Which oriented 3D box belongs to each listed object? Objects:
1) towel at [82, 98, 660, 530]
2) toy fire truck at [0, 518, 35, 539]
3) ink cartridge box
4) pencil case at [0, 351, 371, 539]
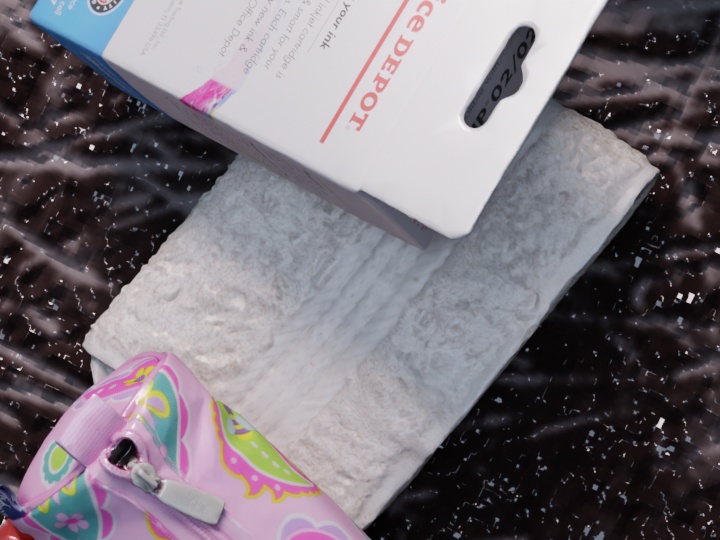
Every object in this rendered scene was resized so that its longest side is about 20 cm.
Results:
[{"bbox_3d":[0.000,0.000,0.817,0.132,0.034,0.200,39,92,9],"label":"towel"},{"bbox_3d":[-0.103,0.205,0.788,0.141,0.049,0.200,-45,88,0],"label":"toy fire truck"},{"bbox_3d":[-0.004,-0.088,0.774,0.200,0.068,0.115,29,85,29],"label":"ink cartridge box"},{"bbox_3d":[-0.031,0.115,0.761,0.087,0.087,0.200,-45,99,3],"label":"pencil case"}]
